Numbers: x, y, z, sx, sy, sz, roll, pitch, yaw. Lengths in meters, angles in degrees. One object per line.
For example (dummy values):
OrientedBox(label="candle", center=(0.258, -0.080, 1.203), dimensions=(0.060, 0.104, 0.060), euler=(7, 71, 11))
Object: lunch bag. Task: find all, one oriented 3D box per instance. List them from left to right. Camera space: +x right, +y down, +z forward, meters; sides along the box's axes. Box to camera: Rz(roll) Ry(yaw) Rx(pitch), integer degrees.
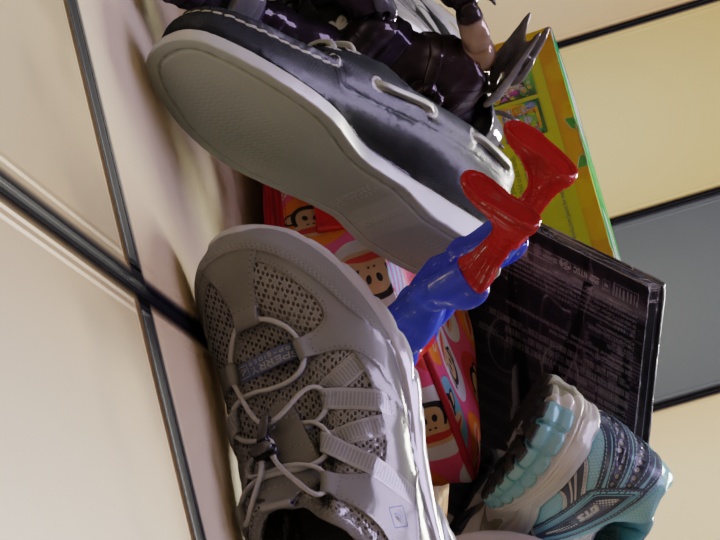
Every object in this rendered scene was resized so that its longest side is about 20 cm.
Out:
OrientedBox(label="lunch bag", center=(0.000, 0.000, 1.261), dimensions=(0.201, 0.081, 0.177), euler=(-96, 168, -57))

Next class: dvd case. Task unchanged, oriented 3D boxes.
OrientedBox(label="dvd case", center=(0.098, 0.079, 1.310), dimensions=(0.148, 0.016, 0.202), euler=(29, -59, 51))

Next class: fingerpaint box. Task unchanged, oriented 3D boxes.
OrientedBox(label="fingerpaint box", center=(0.057, -0.026, 1.452), dimensions=(0.074, 0.166, 0.201), euler=(65, 10, -45))

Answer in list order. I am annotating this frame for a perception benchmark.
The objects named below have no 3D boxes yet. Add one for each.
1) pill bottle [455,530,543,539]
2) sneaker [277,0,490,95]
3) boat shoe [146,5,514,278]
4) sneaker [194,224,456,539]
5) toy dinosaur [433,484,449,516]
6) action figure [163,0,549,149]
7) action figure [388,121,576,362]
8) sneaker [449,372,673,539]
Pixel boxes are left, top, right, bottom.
OrientedBox(label="pill bottle", center=(0.078, 0.217, 1.234), dimensions=(0.200, 0.119, 0.120), euler=(63, 12, -58))
OrientedBox(label="sneaker", center=(-0.014, -0.132, 1.216), dimensions=(0.200, 0.076, 0.088), euler=(40, 19, -8))
OrientedBox(label="boat shoe", center=(-0.009, -0.063, 1.095), dimensions=(0.200, 0.075, 0.061), euler=(37, 56, -38))
OrientedBox(label="sneaker", center=(-0.015, 0.072, 0.972), dimensions=(0.082, 0.074, 0.201), euler=(-1, 63, -61))
OrientedBox(label="toy dinosaur", center=(0.041, 0.119, 1.437), dimensions=(0.200, 0.060, 0.107), euler=(-33, 108, -84))
OrientedBox(label="action figure", center=(-0.002, -0.109, 1.142), dimensions=(0.200, 0.130, 0.069), euler=(35, 8, -30))
OrientedBox(label="action figure", center=(0.001, 0.007, 1.057), dimensions=(0.099, 0.200, 0.065), euler=(37, 42, 7))
OrientedBox(label="sneaker", center=(0.092, 0.127, 1.245), dimensions=(0.078, 0.086, 0.200), euler=(-62, 180, -26))
